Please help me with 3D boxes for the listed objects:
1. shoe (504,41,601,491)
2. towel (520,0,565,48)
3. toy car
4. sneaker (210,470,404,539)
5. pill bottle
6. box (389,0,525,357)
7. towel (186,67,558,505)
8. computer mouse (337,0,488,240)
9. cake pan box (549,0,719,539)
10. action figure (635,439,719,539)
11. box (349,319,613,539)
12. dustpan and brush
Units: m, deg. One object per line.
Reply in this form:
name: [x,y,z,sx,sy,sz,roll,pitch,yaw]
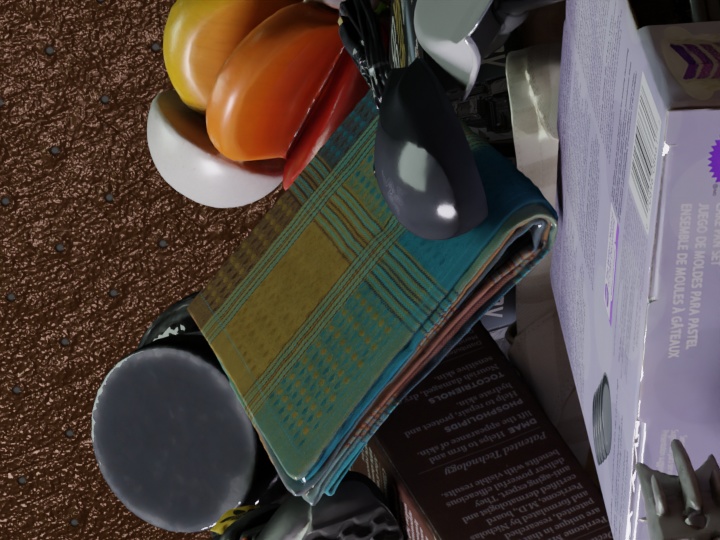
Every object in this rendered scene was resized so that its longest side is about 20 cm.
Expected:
shoe: [0.083,0.002,1.124,0.070,0.053,0.201,-70,-18,-71]
towel: [0.086,-0.013,1.298,0.191,0.032,0.201,94,173,-62]
toy car: [-0.004,-0.090,1.468,0.175,0.200,0.150,-62,36,21]
sneaker: [-0.038,0.126,1.136,0.090,0.070,0.200,61,156,29]
pill bottle: [-0.039,0.054,1.283,0.200,0.111,0.112,-26,-63,-61]
box: [0.045,-0.073,1.280,0.158,0.050,0.200,92,175,-48]
towel: [0.000,0.000,1.108,0.147,0.022,0.200,-49,24,4]
computer mouse: [0.010,-0.063,1.080,0.200,0.034,0.059,-118,8,-66]
cake pan box: [0.103,-0.026,0.944,0.184,0.052,0.201,-102,10,-56]
action figure: [0.110,0.138,0.857,0.200,0.069,0.130,98,177,-47]
box: [0.053,0.111,1.093,0.200,0.075,0.100,-122,18,-45]
dustpan and brush: [0.060,-0.115,1.082,0.140,0.057,0.200,-57,15,-14]
